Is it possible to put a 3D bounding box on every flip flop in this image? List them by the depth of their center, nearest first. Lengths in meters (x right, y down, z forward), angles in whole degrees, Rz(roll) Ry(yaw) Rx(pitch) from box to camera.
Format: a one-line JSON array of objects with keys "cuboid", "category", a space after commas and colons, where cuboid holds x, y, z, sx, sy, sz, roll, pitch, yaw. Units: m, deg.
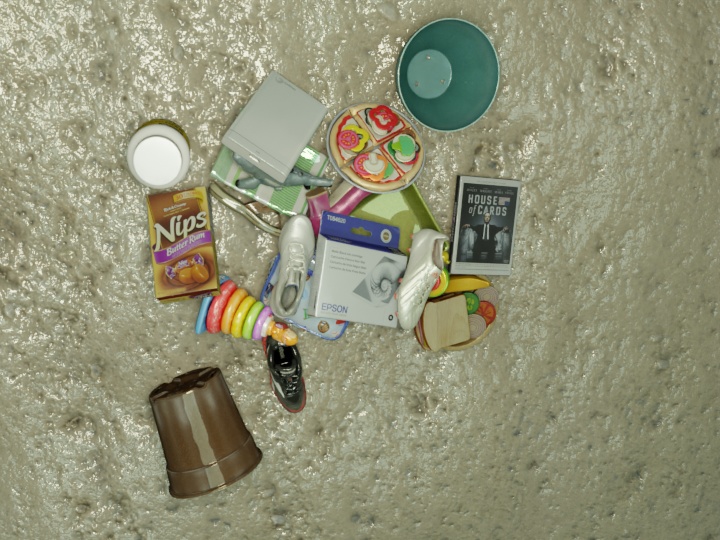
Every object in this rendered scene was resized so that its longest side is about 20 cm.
[{"cuboid": [-0.202, -0.120, 1.525, 0.199, 0.081, 0.058, 34, 90, -13], "category": "flip flop"}]

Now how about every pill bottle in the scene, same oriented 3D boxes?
[{"cuboid": [-0.358, -0.207, 1.396, 0.109, 0.200, 0.113, -3, 106, -12], "category": "pill bottle"}]

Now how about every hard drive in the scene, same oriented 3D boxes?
[{"cuboid": [-0.153, -0.267, 1.439, 0.131, 0.027, 0.201, 33, 52, -8], "category": "hard drive"}]

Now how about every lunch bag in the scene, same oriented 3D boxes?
[{"cuboid": [-0.098, 0.034, 1.568, 0.198, 0.076, 0.162, 27, 104, -6], "category": "lunch bag"}]

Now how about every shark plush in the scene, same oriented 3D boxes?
[{"cuboid": [-0.149, -0.175, 1.455, 0.198, 0.083, 0.092, 26, 76, -16], "category": "shark plush"}]

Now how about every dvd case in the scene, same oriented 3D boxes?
[{"cuboid": [0.258, -0.092, 1.638, 0.148, 0.025, 0.204, 2, 99, -23], "category": "dvd case"}]

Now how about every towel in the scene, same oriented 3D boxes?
[{"cuboid": [-0.170, -0.202, 1.506, 0.198, 0.023, 0.154, 28, 74, -18], "category": "towel"}]

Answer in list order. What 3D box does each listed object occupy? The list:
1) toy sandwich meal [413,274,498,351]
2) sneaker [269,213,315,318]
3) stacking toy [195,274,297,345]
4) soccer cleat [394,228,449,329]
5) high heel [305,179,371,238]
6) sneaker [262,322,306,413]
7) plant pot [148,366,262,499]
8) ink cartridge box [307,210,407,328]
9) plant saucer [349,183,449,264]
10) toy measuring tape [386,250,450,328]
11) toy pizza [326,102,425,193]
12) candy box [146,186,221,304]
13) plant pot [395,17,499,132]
[{"cuboid": [0.208, 0.090, 1.673, 0.202, 0.070, 0.209, -3, 106, -12], "category": "toy sandwich meal"}, {"cuboid": [-0.122, -0.006, 1.478, 0.073, 0.087, 0.204, 7, 92, -12], "category": "sneaker"}, {"cuboid": [-0.211, 0.097, 1.523, 0.197, 0.116, 0.111, 23, 102, 7], "category": "stacking toy"}, {"cuboid": [0.120, 0.018, 1.527, 0.069, 0.077, 0.203, 20, 80, -54], "category": "soccer cleat"}, {"cuboid": [-0.010, -0.134, 1.531, 0.198, 0.067, 0.097, -25, 122, -19], "category": "high heel"}, {"cuboid": [-0.152, 0.212, 1.611, 0.070, 0.098, 0.204, -15, 109, -10], "category": "sneaker"}, {"cuboid": [-0.317, 0.312, 1.561, 0.197, 0.200, 0.201, -18, 100, -7], "category": "plant pot"}, {"cuboid": [0.000, 0.000, 1.508, 0.197, 0.040, 0.204, 9, 87, -35], "category": "ink cartridge box"}, {"cuboid": [0.052, -0.077, 1.604, 0.198, 0.048, 0.201, -33, 110, -2], "category": "plant saucer"}, {"cuboid": [0.127, 0.049, 1.602, 0.073, 0.074, 0.201, 29, 104, -18], "category": "toy measuring tape"}, {"cuboid": [0.032, -0.242, 1.506, 0.197, 0.032, 0.203, 5, 66, -12], "category": "toy pizza"}, {"cuboid": [-0.331, -0.048, 1.467, 0.115, 0.057, 0.203, -9, 74, -3], "category": "candy box"}, {"cuboid": [0.149, -0.374, 1.500, 0.197, 0.135, 0.204, -3, 106, -12], "category": "plant pot"}]
